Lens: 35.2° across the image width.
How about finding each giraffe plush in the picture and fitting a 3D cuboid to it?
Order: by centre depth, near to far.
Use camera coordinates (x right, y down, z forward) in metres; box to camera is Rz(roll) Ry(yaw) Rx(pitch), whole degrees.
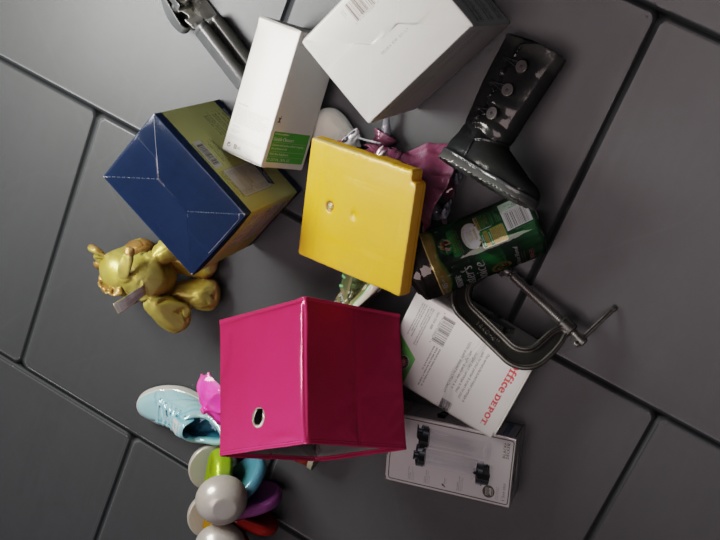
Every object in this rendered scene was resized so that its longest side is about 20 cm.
[{"bbox_3d":[-0.345,0.007,1.808,0.162,0.199,0.173,14,115,48],"label":"giraffe plush"}]

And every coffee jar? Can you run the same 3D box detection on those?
[{"bbox_3d":[0.156,-0.031,1.583,0.199,0.104,0.086,-22,71,5],"label":"coffee jar"}]

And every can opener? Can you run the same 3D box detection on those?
[{"bbox_3d":[-0.230,-0.356,1.723,0.200,0.053,0.067,53,147,1],"label":"can opener"}]

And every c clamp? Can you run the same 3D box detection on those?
[{"bbox_3d":[0.235,0.055,1.616,0.200,0.027,0.171,39,71,16],"label":"c clamp"}]

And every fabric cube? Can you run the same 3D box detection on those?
[{"bbox_3d":[-0.071,0.163,1.622,0.196,0.199,0.200,-15,71,44],"label":"fabric cube"}]

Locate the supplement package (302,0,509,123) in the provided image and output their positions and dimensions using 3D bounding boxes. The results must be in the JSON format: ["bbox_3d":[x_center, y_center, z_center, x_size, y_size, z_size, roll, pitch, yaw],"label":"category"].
[{"bbox_3d":[0.065,-0.322,1.523,0.191,0.200,0.147,-40,87,24],"label":"supplement package"}]

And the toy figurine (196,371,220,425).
[{"bbox_3d":[-0.169,0.166,1.751,0.150,0.184,0.200,48,114,4],"label":"toy figurine"}]

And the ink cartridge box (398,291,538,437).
[{"bbox_3d":[0.150,0.128,1.669,0.199,0.084,0.146,31,112,12],"label":"ink cartridge box"}]

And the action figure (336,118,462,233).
[{"bbox_3d":[0.050,-0.150,1.641,0.199,0.134,0.149,18,136,13],"label":"action figure"}]

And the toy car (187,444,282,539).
[{"bbox_3d":[-0.202,0.384,1.851,0.149,0.175,0.201,0,106,-14],"label":"toy car"}]

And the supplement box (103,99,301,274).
[{"bbox_3d":[-0.230,-0.130,1.688,0.200,0.200,0.134,48,115,4],"label":"supplement box"}]

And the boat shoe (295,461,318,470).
[{"bbox_3d":[-0.066,0.223,1.791,0.062,0.071,0.201,30,117,15],"label":"boat shoe"}]

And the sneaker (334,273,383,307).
[{"bbox_3d":[0.000,0.000,1.707,0.200,0.077,0.089,-44,81,17],"label":"sneaker"}]

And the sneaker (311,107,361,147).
[{"bbox_3d":[-0.039,-0.139,1.676,0.072,0.085,0.201,-7,99,24],"label":"sneaker"}]

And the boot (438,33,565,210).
[{"bbox_3d":[0.218,-0.202,1.523,0.165,0.066,0.200,34,93,27],"label":"boot"}]

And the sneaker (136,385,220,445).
[{"bbox_3d":[-0.293,0.242,1.875,0.199,0.082,0.074,7,105,20],"label":"sneaker"}]

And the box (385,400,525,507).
[{"bbox_3d":[0.142,0.276,1.724,0.199,0.060,0.117,9,107,19],"label":"box"}]

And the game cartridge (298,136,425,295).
[{"bbox_3d":[0.001,-0.078,1.574,0.199,0.032,0.177,23,113,37],"label":"game cartridge"}]

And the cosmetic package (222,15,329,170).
[{"bbox_3d":[-0.115,-0.255,1.643,0.085,0.107,0.201,27,107,29],"label":"cosmetic package"}]
